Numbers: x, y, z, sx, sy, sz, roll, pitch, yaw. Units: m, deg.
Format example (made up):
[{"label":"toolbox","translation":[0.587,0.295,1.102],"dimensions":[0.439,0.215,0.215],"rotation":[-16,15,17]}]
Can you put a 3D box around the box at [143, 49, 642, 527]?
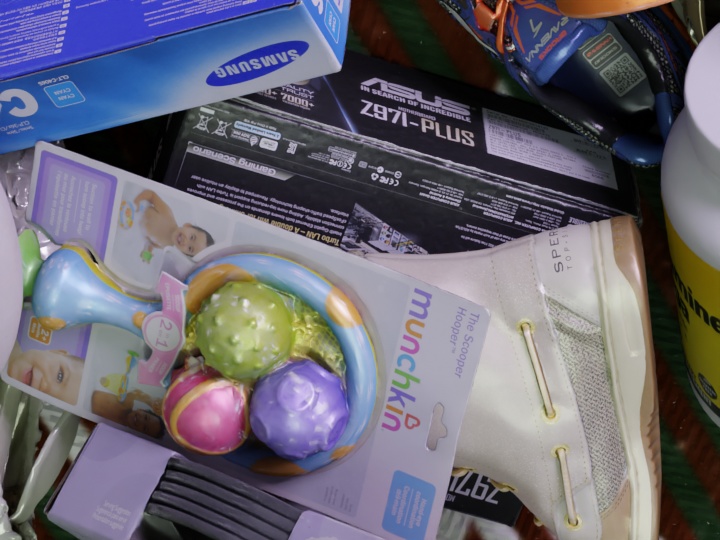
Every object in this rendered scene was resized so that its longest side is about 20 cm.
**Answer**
[{"label":"box","translation":[0.000,0.000,1.287],"dimensions":[0.199,0.086,0.164],"rotation":[15,117,-9]}]

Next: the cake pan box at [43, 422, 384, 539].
[{"label":"cake pan box","translation":[-0.009,0.141,1.206],"dimensions":[0.200,0.184,0.052],"rotation":[39,73,-43]}]

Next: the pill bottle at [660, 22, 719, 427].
[{"label":"pill bottle","translation":[0.182,-0.017,1.227],"dimensions":[0.112,0.113,0.200],"rotation":[-10,144,4]}]

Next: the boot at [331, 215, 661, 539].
[{"label":"boot","translation":[0.047,0.074,1.240],"dimensions":[0.154,0.072,0.201],"rotation":[-4,118,3]}]

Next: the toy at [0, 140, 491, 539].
[{"label":"toy","translation":[-0.058,0.037,1.178],"dimensions":[0.199,0.047,0.116],"rotation":[22,120,18]}]

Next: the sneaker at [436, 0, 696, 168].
[{"label":"sneaker","translation":[0.073,-0.116,1.232],"dimensions":[0.200,0.079,0.075],"rotation":[37,111,-18]}]

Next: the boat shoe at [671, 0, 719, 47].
[{"label":"boat shoe","translation":[0.166,-0.186,1.205],"dimensions":[0.073,0.063,0.201],"rotation":[12,117,-7]}]

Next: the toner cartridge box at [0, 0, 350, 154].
[{"label":"toner cartridge box","translation":[-0.101,-0.105,1.199],"dimensions":[0.199,0.095,0.043],"rotation":[-12,139,21]}]

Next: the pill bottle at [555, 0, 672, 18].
[{"label":"pill bottle","translation":[0.087,-0.202,1.151],"dimensions":[0.106,0.106,0.201],"rotation":[-13,105,6]}]

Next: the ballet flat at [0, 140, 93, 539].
[{"label":"ballet flat","translation":[-0.143,0.034,1.276],"dimensions":[0.071,0.072,0.201],"rotation":[13,87,-8]}]

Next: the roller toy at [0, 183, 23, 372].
[{"label":"roller toy","translation":[-0.236,0.007,1.157],"dimensions":[0.199,0.140,0.183],"rotation":[16,122,24]}]

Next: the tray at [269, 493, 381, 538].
[{"label":"tray","translation":[-0.004,0.126,1.314],"dimensions":[0.107,0.200,0.022],"rotation":[34,78,-17]}]
